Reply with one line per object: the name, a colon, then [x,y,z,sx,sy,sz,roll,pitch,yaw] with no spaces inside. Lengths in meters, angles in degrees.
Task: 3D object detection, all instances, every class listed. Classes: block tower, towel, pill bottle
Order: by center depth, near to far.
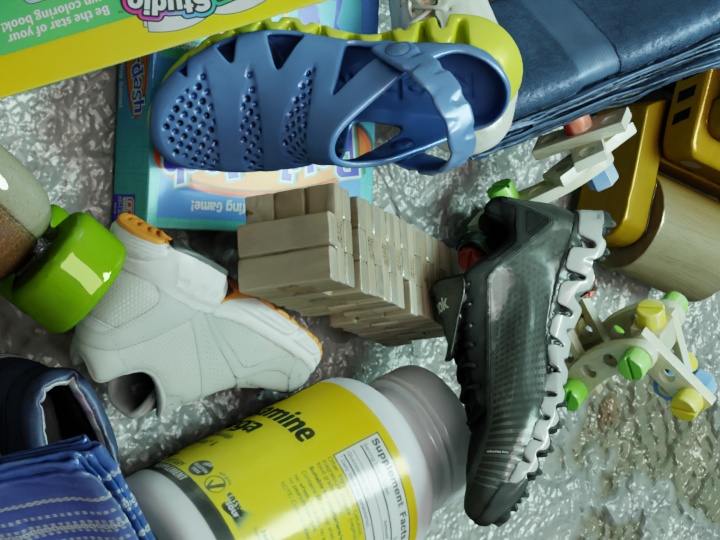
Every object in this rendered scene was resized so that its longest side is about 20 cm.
towel: [-0.161,0.166,0.885,0.024,0.144,0.201,-93,166,-50]
block tower: [0.000,0.000,0.995,0.200,0.057,0.054,25,59,-66]
pill bottle: [-0.033,0.129,1.006,0.199,0.112,0.113,-25,106,-32]
towel: [0.133,-0.137,1.082,0.199,0.112,0.049,-23,132,-6]

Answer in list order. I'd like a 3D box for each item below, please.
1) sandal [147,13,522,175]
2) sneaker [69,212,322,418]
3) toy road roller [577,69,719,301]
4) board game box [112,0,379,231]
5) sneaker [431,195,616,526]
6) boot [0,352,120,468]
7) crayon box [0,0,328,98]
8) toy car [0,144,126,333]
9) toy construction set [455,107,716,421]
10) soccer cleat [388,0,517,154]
sandal: [-0.015,-0.084,0.923,0.198,0.087,0.080,-8,124,7]
sneaker: [-0.094,0.042,0.964,0.092,0.075,0.200,-59,148,-4]
toy road roller: [0.240,-0.085,1.167,0.122,0.146,0.202,20,81,-34]
board game box: [-0.062,-0.121,1.015,0.151,0.045,0.202,1,92,-35]
sneaker: [0.076,0.044,1.013,0.090,0.067,0.201,20,69,-3]
boot: [-0.154,0.142,0.934,0.072,0.090,0.201,-26,106,-31]
crayon box: [-0.129,-0.193,0.896,0.198,0.058,0.174,-15,105,4]
toy car: [-0.241,0.012,0.843,0.164,0.158,0.200,41,81,-18]
toy construction set: [0.138,0.001,1.107,0.092,0.131,0.201,-29,105,-43]
soccer cleat: [0.043,-0.153,1.023,0.078,0.069,0.201,65,14,-51]
